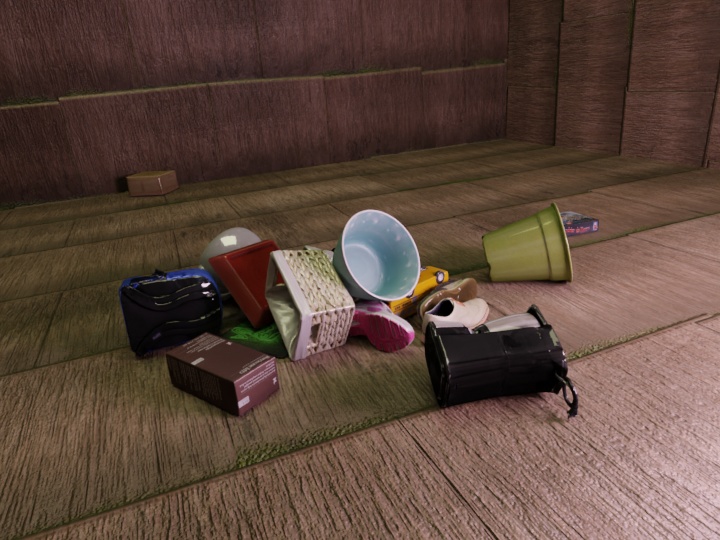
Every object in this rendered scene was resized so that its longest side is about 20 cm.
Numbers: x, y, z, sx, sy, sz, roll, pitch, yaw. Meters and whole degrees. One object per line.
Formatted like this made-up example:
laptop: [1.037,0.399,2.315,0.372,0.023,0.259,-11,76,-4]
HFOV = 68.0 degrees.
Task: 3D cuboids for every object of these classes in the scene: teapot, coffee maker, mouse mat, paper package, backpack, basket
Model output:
teapot: [-0.308,-0.002,1.369,0.146,0.198,0.200,38,81,20]
coffee maker: [0.219,0.152,0.872,0.198,0.136,0.192,-8,21,-7]
mouse mat: [-0.199,0.137,1.183,0.199,0.008,0.161,7,23,30]
paper package: [-1.100,-0.464,2.832,0.198,0.104,0.191,-1,19,10]
backpack: [-0.411,0.070,1.185,0.199,0.164,0.168,-11,18,-15]
basket: [-0.108,0.063,1.105,0.123,0.136,0.200,-7,44,-26]

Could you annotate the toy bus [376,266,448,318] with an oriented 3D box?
toy bus: [0.119,0.052,1.235,0.199,0.079,0.065,-22,26,-38]

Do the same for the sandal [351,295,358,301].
sandal: [-0.009,-0.008,1.236,0.079,0.057,0.202,4,55,39]

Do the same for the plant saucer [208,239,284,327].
plant saucer: [-0.226,0.016,1.268,0.200,0.200,0.037,-25,-16,-51]

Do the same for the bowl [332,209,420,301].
bowl: [0.019,-0.017,1.145,0.200,0.202,0.105,-23,-5,-40]

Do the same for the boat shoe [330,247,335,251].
boat shoe: [-0.056,-0.033,1.521,0.199,0.068,0.072,-17,22,-34]

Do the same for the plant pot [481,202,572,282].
plant pot: [0.407,-0.048,1.332,0.189,0.201,0.200,-13,18,15]

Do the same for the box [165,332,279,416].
box: [-0.255,0.184,0.978,0.199,0.075,0.100,12,26,34]

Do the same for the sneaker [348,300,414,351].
sneaker: [0.040,0.103,1.115,0.088,0.082,0.199,-24,29,-39]

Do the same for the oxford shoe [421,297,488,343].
oxford shoe: [0.205,0.090,1.123,0.071,0.074,0.199,15,28,42]

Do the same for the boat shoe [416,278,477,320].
boat shoe: [0.187,0.069,1.206,0.199,0.074,0.065,-19,14,-42]

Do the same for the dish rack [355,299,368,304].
dish rack: [0.000,0.000,1.300,0.170,0.044,0.201,4,58,26]

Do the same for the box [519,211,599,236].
box: [0.631,-0.144,1.704,0.199,0.038,0.137,-10,21,-15]

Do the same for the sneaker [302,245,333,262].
sneaker: [-0.128,0.024,1.272,0.099,0.078,0.201,22,46,-15]
